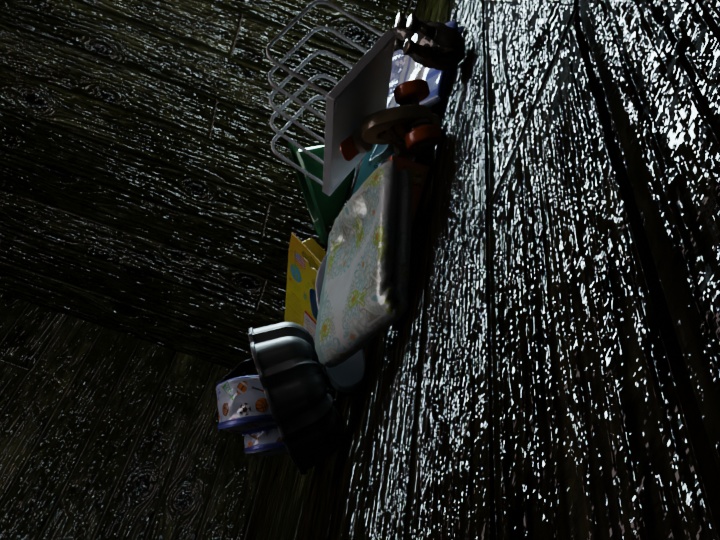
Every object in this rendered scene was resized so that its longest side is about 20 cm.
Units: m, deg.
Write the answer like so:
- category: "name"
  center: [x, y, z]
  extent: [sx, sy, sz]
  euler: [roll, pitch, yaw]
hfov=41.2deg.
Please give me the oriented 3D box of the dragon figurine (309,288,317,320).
- category: "dragon figurine"
  center: [-0.036, 0.048, 1.372]
  extent: [0.099, 0.058, 0.204]
  euler: [4, 108, 65]

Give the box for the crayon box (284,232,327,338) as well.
- category: "crayon box"
  center: [-0.066, 0.041, 1.555]
  extent: [0.050, 0.127, 0.202]
  euler: [-25, -37, -29]

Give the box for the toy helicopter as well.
- category: "toy helicopter"
  center: [0.046, -0.177, 1.281]
  extent: [0.200, 0.130, 0.080]
  euler: [28, -133, -77]

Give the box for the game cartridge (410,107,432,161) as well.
- category: "game cartridge"
  center: [0.072, -0.184, 1.491]
  extent: [0.131, 0.038, 0.202]
  euler: [-71, 1, -50]

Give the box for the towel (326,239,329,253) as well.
- category: "towel"
  center: [-0.008, -0.051, 1.642]
  extent: [0.201, 0.084, 0.167]
  euler: [-78, 7, -54]

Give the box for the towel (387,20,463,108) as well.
- category: "towel"
  center: [0.060, -0.278, 1.406]
  extent: [0.198, 0.024, 0.149]
  euler: [-14, 51, 46]

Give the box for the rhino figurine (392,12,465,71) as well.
- category: "rhino figurine"
  center: [0.085, -0.307, 1.287]
  extent: [0.200, 0.086, 0.061]
  euler: [-117, 44, -70]

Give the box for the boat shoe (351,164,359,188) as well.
- category: "boat shoe"
  center: [0.043, -0.215, 1.621]
  extent: [0.202, 0.070, 0.064]
  euler: [-63, 3, -25]

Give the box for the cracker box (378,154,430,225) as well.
- category: "cracker box"
  center: [0.039, -0.079, 1.300]
  extent: [0.200, 0.057, 0.136]
  euler: [-138, 65, -85]

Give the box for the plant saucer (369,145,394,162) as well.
- category: "plant saucer"
  center: [0.071, -0.250, 1.420]
  extent: [0.202, 0.019, 0.070]
  euler: [-64, 14, -16]

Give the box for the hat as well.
- category: "hat"
  center: [-0.012, -0.167, 1.547]
  extent: [0.166, 0.173, 0.203]
  euler: [165, 85, -83]

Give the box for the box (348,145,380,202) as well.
- category: "box"
  center: [0.033, -0.199, 1.524]
  extent: [0.082, 0.048, 0.203]
  euler: [-90, 18, -78]

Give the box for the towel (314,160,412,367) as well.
- category: "towel"
  center: [0.003, -0.006, 1.123]
  extent: [0.171, 0.047, 0.203]
  euler: [135, 145, -53]

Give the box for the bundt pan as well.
- category: "bundt pan"
  center: [-0.076, 0.157, 1.247]
  extent: [0.202, 0.075, 0.205]
  euler: [159, 91, -88]

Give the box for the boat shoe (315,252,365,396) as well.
- category: "boat shoe"
  center: [-0.023, 0.072, 1.284]
  extent: [0.067, 0.069, 0.203]
  euler: [98, 165, -65]

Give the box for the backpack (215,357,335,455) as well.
- category: "backpack"
  center: [-0.136, 0.216, 1.517]
  extent: [0.200, 0.187, 0.157]
  euler: [118, 153, -69]

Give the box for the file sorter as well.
- category: "file sorter"
  center: [-0.046, -0.234, 1.291]
  extent: [0.139, 0.124, 0.201]
  euler: [-50, -17, -27]
